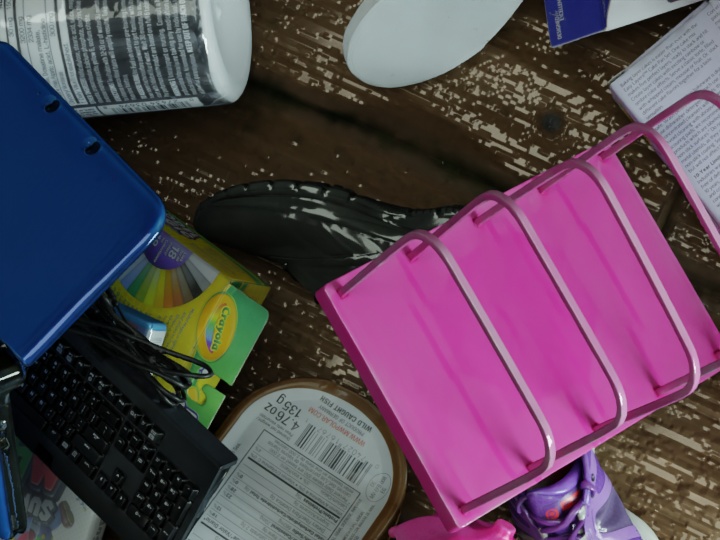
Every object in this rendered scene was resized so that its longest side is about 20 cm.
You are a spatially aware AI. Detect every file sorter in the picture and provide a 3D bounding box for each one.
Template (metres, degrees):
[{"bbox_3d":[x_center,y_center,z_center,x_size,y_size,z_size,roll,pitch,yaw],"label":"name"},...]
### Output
[{"bbox_3d":[0.111,0.013,1.077,0.199,0.125,0.140,-27,84,-29],"label":"file sorter"}]

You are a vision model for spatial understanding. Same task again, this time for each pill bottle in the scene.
[{"bbox_3d":[-0.168,-0.138,1.216,0.198,0.106,0.107,-4,85,12],"label":"pill bottle"}]

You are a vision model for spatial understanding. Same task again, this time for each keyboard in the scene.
[{"bbox_3d":[-0.151,0.059,1.131,0.200,0.040,0.104,38,106,26],"label":"keyboard"}]

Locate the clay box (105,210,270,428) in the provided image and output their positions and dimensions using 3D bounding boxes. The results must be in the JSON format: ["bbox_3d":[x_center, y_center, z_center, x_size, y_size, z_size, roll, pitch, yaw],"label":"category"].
[{"bbox_3d":[-0.137,0.019,1.198,0.200,0.048,0.115,35,102,26],"label":"clay box"}]

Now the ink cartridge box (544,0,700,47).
[{"bbox_3d":[0.183,-0.193,1.151,0.199,0.037,0.095,-18,59,22],"label":"ink cartridge box"}]

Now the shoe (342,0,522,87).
[{"bbox_3d":[0.061,-0.193,1.195,0.200,0.071,0.091,-43,38,27],"label":"shoe"}]

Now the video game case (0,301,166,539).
[{"bbox_3d":[-0.192,0.100,1.187,0.142,0.018,0.201,22,99,29],"label":"video game case"}]

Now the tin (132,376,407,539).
[{"bbox_3d":[-0.054,0.143,1.156,0.112,0.042,0.200,30,61,12],"label":"tin"}]

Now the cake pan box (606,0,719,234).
[{"bbox_3d":[0.262,-0.090,1.150,0.200,0.052,0.185,-40,81,7],"label":"cake pan box"}]

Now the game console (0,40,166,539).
[{"bbox_3d":[-0.189,0.008,1.135,0.118,0.172,0.200,-22,44,-25],"label":"game console"}]

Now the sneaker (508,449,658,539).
[{"bbox_3d":[0.111,0.141,1.147,0.080,0.083,0.201,-29,81,9],"label":"sneaker"}]

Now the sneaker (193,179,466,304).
[{"bbox_3d":[0.000,0.000,1.188,0.198,0.076,0.092,11,92,14],"label":"sneaker"}]

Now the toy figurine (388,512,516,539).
[{"bbox_3d":[0.039,0.217,1.111,0.198,0.150,0.186,-9,92,15],"label":"toy figurine"}]
